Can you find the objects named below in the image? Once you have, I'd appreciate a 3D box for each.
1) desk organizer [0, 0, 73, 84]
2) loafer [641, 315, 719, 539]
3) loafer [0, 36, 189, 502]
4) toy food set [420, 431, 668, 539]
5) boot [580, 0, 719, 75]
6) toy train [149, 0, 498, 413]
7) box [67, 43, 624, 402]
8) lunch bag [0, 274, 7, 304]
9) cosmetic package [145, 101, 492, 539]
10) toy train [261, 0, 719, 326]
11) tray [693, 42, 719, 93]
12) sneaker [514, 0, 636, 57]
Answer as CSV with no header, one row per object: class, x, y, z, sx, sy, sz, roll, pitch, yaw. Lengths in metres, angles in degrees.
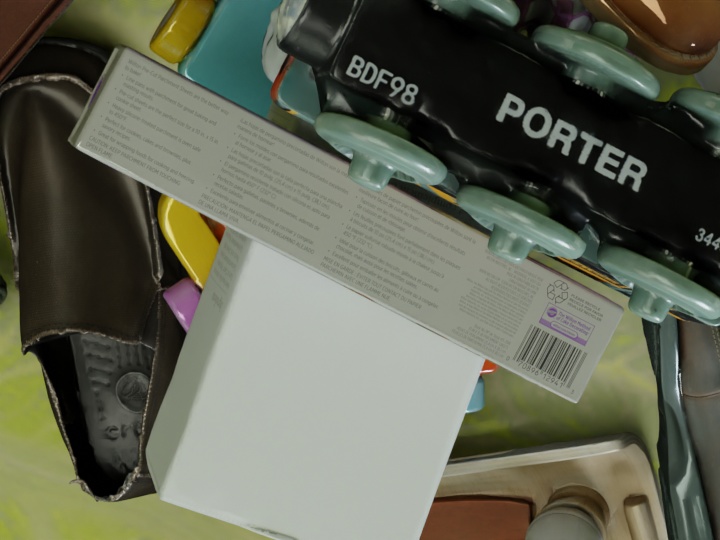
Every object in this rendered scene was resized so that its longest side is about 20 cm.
desk organizer,-0.133,-0.133,0.952,0.077,0.072,0.200,27,156,-15
loafer,0.142,0.036,1.014,0.063,0.072,0.200,-8,114,2
loafer,-0.104,0.005,1.064,0.073,0.071,0.200,-10,107,19
toy food set,0.063,0.165,1.081,0.143,0.060,0.200,-10,106,19
boot,0.120,-0.181,0.880,0.155,0.074,0.200,-28,74,41
toy train,-0.009,-0.041,1.034,0.150,0.056,0.201,-8,98,-9
box,-0.004,-0.016,0.917,0.200,0.039,0.042,26,91,-12
lunch bag,-0.275,-0.007,1.081,0.200,0.139,0.168,-33,82,24
cosmetic package,0.000,0.000,0.977,0.101,0.074,0.200,21,95,-12
toy train,0.057,-0.043,0.886,0.200,0.114,0.085,25,86,-12
tray,0.176,-0.104,0.862,0.107,0.022,0.200,59,143,31
sneaker,0.047,-0.142,0.966,0.200,0.080,0.089,23,78,-6
